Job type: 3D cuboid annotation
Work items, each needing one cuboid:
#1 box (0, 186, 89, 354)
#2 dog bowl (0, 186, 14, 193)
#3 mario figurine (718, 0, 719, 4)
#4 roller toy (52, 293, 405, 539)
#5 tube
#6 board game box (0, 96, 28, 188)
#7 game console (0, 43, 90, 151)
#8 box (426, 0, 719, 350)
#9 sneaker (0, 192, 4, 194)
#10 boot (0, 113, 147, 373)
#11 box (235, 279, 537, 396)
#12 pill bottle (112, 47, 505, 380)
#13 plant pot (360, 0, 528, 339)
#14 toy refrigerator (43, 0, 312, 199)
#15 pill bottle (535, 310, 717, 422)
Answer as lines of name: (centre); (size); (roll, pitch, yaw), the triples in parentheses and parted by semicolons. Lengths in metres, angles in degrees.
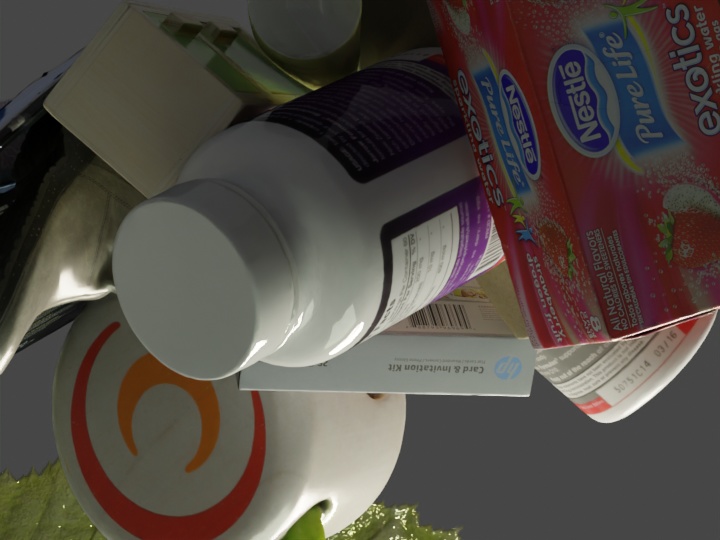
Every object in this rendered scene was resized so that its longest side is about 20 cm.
box: (-0.189, 0.003, 1.370); (0.200, 0.044, 0.160); (-32, 170, -36)
dog bowl: (-0.163, -0.030, 1.558); (0.200, 0.050, 0.111); (2, -165, 38)
mario figurine: (0.149, -0.078, 1.372); (0.200, 0.106, 0.123); (-54, -156, 25)
roller toy: (-0.072, 0.076, 1.452); (0.182, 0.200, 0.140); (18, -166, 30)
tube: (-0.026, -0.111, 1.190); (0.052, 0.058, 0.200); (-6, 179, -1)
board game box: (-0.245, -0.063, 1.456); (0.200, 0.043, 0.199); (-15, -178, -16)
game console: (-0.230, -0.081, 1.235); (0.176, 0.116, 0.200); (17, 168, -19)
box: (0.103, -0.073, 1.078); (0.095, 0.200, 0.100); (-17, -179, -16)
sneaker: (-0.260, 0.029, 1.495); (0.200, 0.131, 0.080); (-15, -179, 19)
boot: (-0.121, 0.002, 1.233); (0.068, 0.131, 0.200); (-34, -154, 42)
box: (0.000, 0.000, 1.357); (0.156, 0.041, 0.200); (2, -151, -11)
pill bottle: (-0.014, -0.023, 1.118); (0.111, 0.112, 0.200); (-15, -171, 42)
plant pot: (0.096, -0.073, 1.249); (0.187, 0.200, 0.187); (-14, 180, 0)
toy refrigerator: (-0.076, -0.082, 1.215); (0.070, 0.076, 0.200); (-50, 173, 10)
pill bottle: (0.111, -0.011, 1.525); (0.114, 0.200, 0.114); (-47, -169, 11)
